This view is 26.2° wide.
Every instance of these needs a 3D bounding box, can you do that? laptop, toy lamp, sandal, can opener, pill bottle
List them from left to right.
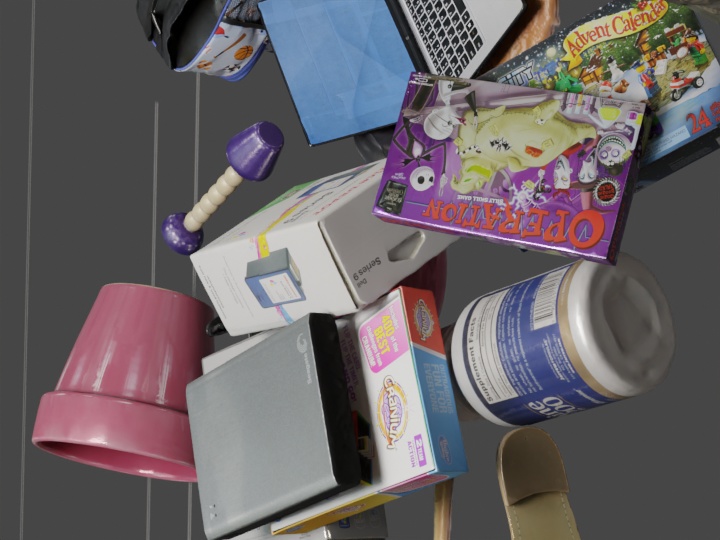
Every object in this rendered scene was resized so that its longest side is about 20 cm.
[{"bbox_3d":[-0.145,-0.090,1.645,0.200,0.058,0.059,-41,58,41],"label":"toy lamp"},{"bbox_3d":[0.023,-0.237,1.382,0.200,0.115,0.189,-51,46,36],"label":"laptop"},{"bbox_3d":[0.025,-0.152,1.434,0.064,0.078,0.201,-54,36,24],"label":"can opener"},{"bbox_3d":[0.145,0.237,1.269,0.070,0.076,0.215,125,138,-80],"label":"sandal"},{"bbox_3d":[0.143,0.062,1.230,0.199,0.110,0.113,-22,71,49],"label":"pill bottle"}]

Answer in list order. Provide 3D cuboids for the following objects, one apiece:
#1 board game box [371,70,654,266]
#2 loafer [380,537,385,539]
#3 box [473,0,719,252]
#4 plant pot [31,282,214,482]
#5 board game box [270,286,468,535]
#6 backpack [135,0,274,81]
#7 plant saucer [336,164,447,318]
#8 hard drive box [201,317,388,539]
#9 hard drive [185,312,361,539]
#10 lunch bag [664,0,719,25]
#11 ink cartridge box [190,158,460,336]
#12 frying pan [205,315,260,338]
[{"bbox_3d":[0.112,-0.080,1.170,0.198,0.032,0.122,11,85,29],"label":"board game box"},{"bbox_3d":[-0.021,0.207,1.466,0.072,0.062,0.203,-27,68,49],"label":"loafer"},{"bbox_3d":[0.180,-0.122,1.184,0.198,0.038,0.138,-29,64,17],"label":"box"},{"bbox_3d":[-0.234,0.118,1.656,0.199,0.199,0.181,-7,67,51],"label":"plant pot"},{"bbox_3d":[-0.008,0.120,1.283,0.199,0.040,0.155,-26,66,40],"label":"board game box"},{"bbox_3d":[-0.139,-0.295,1.575,0.191,0.153,0.201,-51,45,26],"label":"backpack"},{"bbox_3d":[0.000,0.000,1.462,0.199,0.050,0.204,-5,84,52],"label":"plant saucer"},{"bbox_3d":[-0.063,0.160,1.421,0.155,0.076,0.203,-23,69,44],"label":"hard drive box"},{"bbox_3d":[-0.075,0.133,1.288,0.199,0.033,0.141,-31,63,48],"label":"hard drive"},{"bbox_3d":[0.285,-0.293,1.071,0.163,0.117,0.203,-8,76,51],"label":"lunch bag"},{"bbox_3d":[-0.029,-0.023,1.327,0.199,0.145,0.088,-10,111,52],"label":"ink cartridge box"},{"bbox_3d":[-0.092,0.024,1.493,0.031,0.190,0.117,9,81,17],"label":"frying pan"}]
